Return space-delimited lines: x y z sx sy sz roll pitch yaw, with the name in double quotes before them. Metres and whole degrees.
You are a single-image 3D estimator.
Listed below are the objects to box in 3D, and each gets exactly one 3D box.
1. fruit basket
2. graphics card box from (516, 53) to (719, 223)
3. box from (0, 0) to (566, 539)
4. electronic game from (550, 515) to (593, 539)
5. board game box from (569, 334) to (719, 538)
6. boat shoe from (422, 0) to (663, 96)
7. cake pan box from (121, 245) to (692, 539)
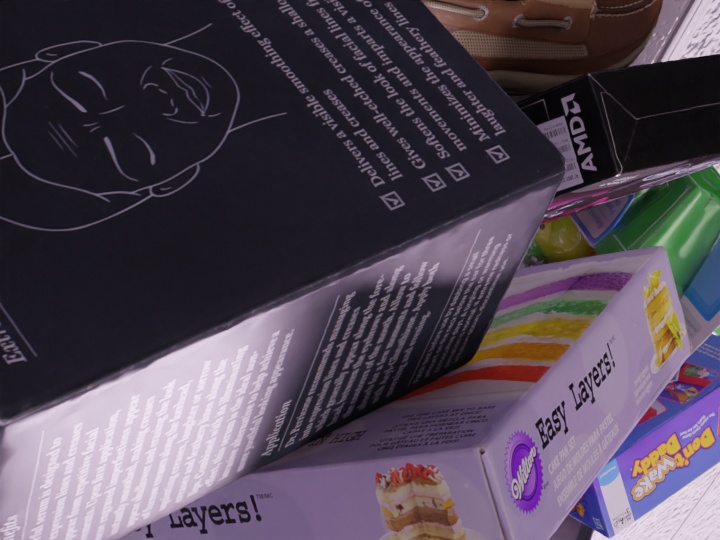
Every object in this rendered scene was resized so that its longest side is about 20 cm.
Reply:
"fruit basket" 0.110 0.008 0.956 0.200 0.185 0.094 -45 128 15
"graphics card box" 0.082 -0.049 0.851 0.125 0.051 0.200 -12 174 -43
"box" -0.067 -0.018 0.542 0.200 0.149 0.107 -24 153 -31
"electronic game" 0.085 0.150 1.119 0.042 0.200 0.200 23 118 -25
"board game box" 0.129 0.068 1.035 0.134 0.200 0.045 -30 118 -20
"boat shoe" 0.069 -0.124 0.808 0.200 0.076 0.074 -19 142 -39
"cake pan box" 0.001 0.056 0.655 0.200 0.052 0.184 -10 -166 33
